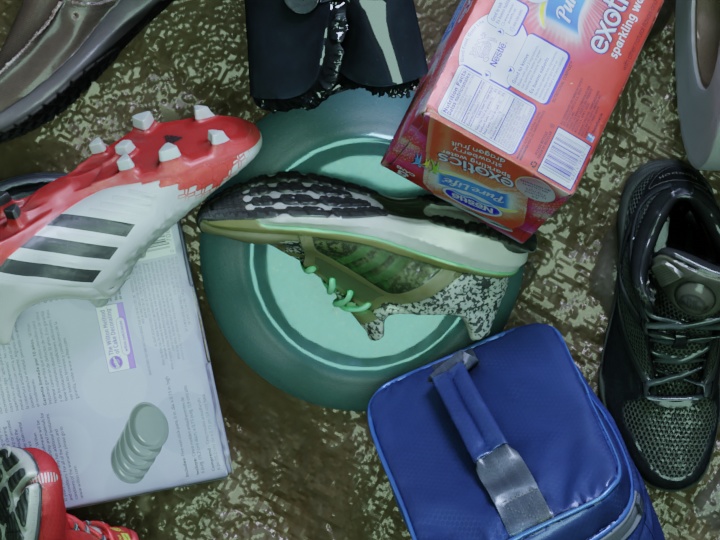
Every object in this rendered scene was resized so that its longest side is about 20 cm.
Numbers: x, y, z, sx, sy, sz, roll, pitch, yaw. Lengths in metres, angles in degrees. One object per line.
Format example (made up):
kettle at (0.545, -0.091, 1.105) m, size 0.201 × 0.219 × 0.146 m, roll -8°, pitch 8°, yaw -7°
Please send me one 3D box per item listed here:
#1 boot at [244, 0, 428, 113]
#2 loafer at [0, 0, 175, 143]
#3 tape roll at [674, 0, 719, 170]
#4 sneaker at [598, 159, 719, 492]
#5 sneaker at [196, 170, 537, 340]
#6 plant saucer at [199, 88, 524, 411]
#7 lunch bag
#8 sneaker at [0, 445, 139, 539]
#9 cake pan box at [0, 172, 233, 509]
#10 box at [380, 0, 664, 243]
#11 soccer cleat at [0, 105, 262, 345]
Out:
boot at (-0.065, -0.172, 1.583) m, size 0.199 × 0.076 × 0.169 m, roll -1°, pitch 104°, yaw 13°
loafer at (-0.168, -0.153, 1.661) m, size 0.200 × 0.073 × 0.071 m, roll -43°, pitch 89°, yaw -3°
tape roll at (0.263, -0.155, 1.610) m, size 0.138 × 0.203 × 0.204 m, roll 2°, pitch 98°, yaw -2°
sneaker at (0.185, 0.040, 1.679) m, size 0.076 × 0.114 × 0.201 m, roll 3°, pitch 100°, yaw -1°
sneaker at (0.000, 0.000, 1.650) m, size 0.199 × 0.077 × 0.089 m, roll 9°, pitch 109°, yaw -4°
plant saucer at (0.002, -0.011, 1.700) m, size 0.199 × 0.036 × 0.201 m, roll 0°, pitch 98°, yaw -2°
lunch bag at (0.089, 0.123, 1.642) m, size 0.135 × 0.200 × 0.133 m, roll -24°, pitch 128°, yaw -1°
sneaker at (-0.173, 0.162, 1.664) m, size 0.084 × 0.200 × 0.077 m, roll -14°, pitch 55°, yaw -11°
cake pan box at (-0.184, 0.044, 1.692) m, size 0.183 × 0.052 × 0.201 m, roll -13°, pitch 99°, yaw -3°
box at (0.103, -0.132, 1.620) m, size 0.099 × 0.095 × 0.201 m, roll 28°, pitch 68°, yaw -6°
soccer cleat at (-0.144, -0.027, 1.632) m, size 0.199 × 0.069 × 0.086 m, roll -26°, pitch 122°, yaw -10°
